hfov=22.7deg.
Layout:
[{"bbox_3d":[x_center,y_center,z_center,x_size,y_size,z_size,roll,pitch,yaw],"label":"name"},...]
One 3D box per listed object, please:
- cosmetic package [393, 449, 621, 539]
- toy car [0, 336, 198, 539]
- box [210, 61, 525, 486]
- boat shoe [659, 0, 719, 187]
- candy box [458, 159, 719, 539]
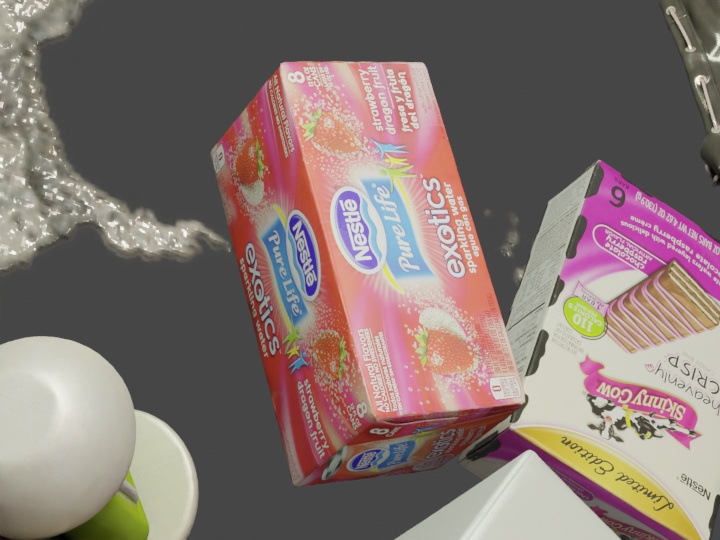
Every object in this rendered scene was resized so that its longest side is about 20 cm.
[{"bbox_3d":[0.067,0.228,0.813,0.200,0.167,0.166,45,53,-2],"label":"cosmetic package"},{"bbox_3d":[-0.144,0.135,0.770,0.148,0.175,0.202,-17,70,3],"label":"toy car"},{"bbox_3d":[0.000,0.000,0.941,0.095,0.100,0.202,-3,67,-31],"label":"box"},{"bbox_3d":[0.238,-0.101,1.169,0.067,0.056,0.202,32,47,-57],"label":"boat shoe"},{"bbox_3d":[0.150,0.054,1.022,0.136,0.061,0.201,31,54,-12],"label":"candy box"}]
